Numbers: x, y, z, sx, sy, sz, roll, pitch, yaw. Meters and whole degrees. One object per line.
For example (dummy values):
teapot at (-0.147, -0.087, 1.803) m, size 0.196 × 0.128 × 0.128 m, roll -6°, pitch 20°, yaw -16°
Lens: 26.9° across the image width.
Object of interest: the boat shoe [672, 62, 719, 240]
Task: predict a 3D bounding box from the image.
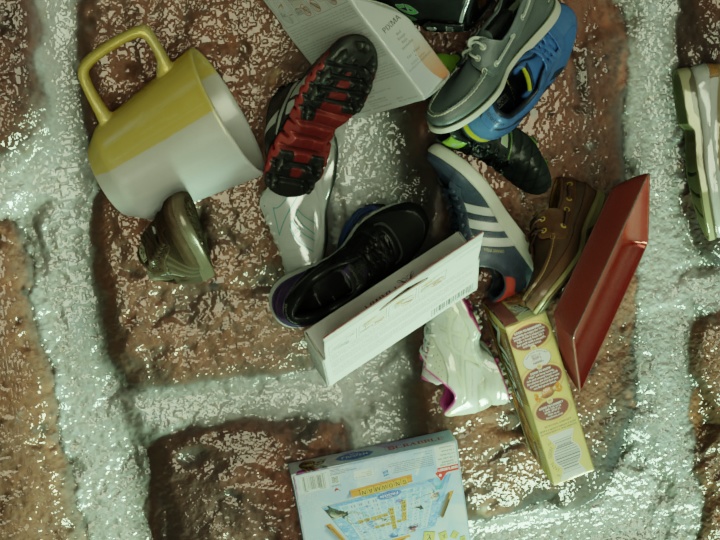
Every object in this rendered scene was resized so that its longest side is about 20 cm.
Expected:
boat shoe at (0.404, -0.134, 1.704) m, size 0.068 × 0.075 × 0.201 m, roll -11°, pitch 105°, yaw 0°

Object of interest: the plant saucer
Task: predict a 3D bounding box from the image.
plant saucer at (0.262, 0.011, 1.649) m, size 0.037 × 0.200 × 0.201 m, roll 23°, pitch 75°, yaw 18°

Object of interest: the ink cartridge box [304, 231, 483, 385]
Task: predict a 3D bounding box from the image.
ink cartridge box at (0.034, 0.028, 1.569) m, size 0.199 × 0.176 × 0.045 m, roll -33°, pitch 72°, yaw -10°

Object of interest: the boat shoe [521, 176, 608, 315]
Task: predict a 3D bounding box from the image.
boat shoe at (0.212, -0.030, 1.661) m, size 0.067 × 0.200 × 0.072 m, roll 32°, pitch 138°, yaw 0°

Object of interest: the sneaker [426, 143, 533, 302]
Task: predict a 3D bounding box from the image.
sneaker at (0.123, -0.048, 1.684) m, size 0.084 × 0.075 × 0.200 m, roll -40°, pitch 106°, yaw -2°

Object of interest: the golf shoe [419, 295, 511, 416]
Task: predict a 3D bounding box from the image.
golf shoe at (0.099, 0.079, 1.715) m, size 0.091 × 0.075 × 0.201 m, roll -25°, pitch 105°, yaw 2°

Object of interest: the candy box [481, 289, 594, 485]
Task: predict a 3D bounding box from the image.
candy box at (0.202, 0.130, 1.719) m, size 0.055 × 0.115 × 0.201 m, roll -19°, pitch 106°, yaw -4°

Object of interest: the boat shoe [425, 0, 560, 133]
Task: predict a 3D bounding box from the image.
boat shoe at (0.127, -0.229, 1.563) m, size 0.200 × 0.073 × 0.062 m, roll -49°, pitch 130°, yaw -12°

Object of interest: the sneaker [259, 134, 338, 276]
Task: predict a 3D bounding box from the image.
sneaker at (-0.073, -0.054, 1.664) m, size 0.080 × 0.070 × 0.202 m, roll 6°, pitch 97°, yaw 0°

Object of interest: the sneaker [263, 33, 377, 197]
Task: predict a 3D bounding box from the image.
sneaker at (-0.048, -0.175, 1.558) m, size 0.070 × 0.098 × 0.201 m, roll 12°, pitch 130°, yaw -27°

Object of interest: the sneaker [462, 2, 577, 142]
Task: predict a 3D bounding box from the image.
sneaker at (0.186, -0.218, 1.617) m, size 0.066 × 0.078 × 0.200 m, roll 43°, pitch 66°, yaw -10°

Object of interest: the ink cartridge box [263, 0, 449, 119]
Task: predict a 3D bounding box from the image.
ink cartridge box at (-0.016, -0.256, 1.568) m, size 0.050 × 0.162 × 0.200 m, roll -43°, pitch 107°, yaw -23°

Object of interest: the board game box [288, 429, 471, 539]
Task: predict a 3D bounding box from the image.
board game box at (0.028, 0.305, 1.776) m, size 0.198 × 0.041 × 0.201 m, roll -10°, pitch 105°, yaw -6°

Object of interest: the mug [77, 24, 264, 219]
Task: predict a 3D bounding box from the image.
mug at (-0.210, -0.147, 1.590) m, size 0.153 × 0.149 × 0.187 m, roll -29°, pitch 80°, yaw 9°

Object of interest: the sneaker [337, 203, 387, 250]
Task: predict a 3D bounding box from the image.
sneaker at (0.002, 0.024, 1.682) m, size 0.075 × 0.078 × 0.201 m, roll 12°, pitch 102°, yaw -12°

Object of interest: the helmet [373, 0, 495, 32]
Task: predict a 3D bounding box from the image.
helmet at (0.065, -0.356, 1.541) m, size 0.190 × 0.200 × 0.201 m, roll 31°, pitch 98°, yaw 9°

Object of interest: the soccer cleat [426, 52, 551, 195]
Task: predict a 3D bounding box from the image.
soccer cleat at (0.130, -0.149, 1.655) m, size 0.200 × 0.067 × 0.081 m, roll 47°, pitch 56°, yaw -12°

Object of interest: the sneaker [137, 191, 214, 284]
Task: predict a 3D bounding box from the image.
sneaker at (-0.199, -0.022, 1.586) m, size 0.075 × 0.200 × 0.071 m, roll -15°, pitch 73°, yaw -4°

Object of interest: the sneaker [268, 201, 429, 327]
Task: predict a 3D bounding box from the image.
sneaker at (0.000, 0.000, 1.601) m, size 0.200 × 0.088 × 0.076 m, roll -37°, pitch 102°, yaw -11°
